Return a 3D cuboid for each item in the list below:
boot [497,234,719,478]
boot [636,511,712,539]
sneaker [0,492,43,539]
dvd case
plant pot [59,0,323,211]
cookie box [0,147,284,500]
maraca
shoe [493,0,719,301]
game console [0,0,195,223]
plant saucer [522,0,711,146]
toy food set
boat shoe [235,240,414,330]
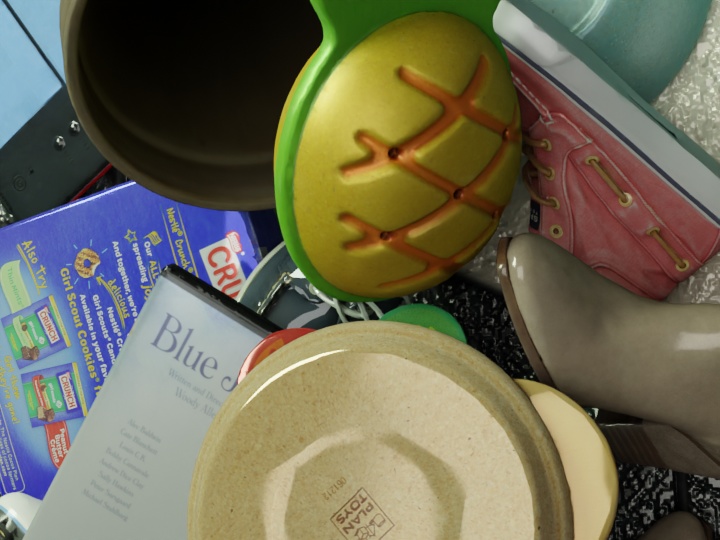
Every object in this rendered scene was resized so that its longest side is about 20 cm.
[{"bbox_3d":[0.171,0.039,0.782,0.145,0.200,0.071,-10,50,29],"label":"boot"},{"bbox_3d":[0.086,0.192,0.816,0.146,0.070,0.201,30,82,-27],"label":"boot"},{"bbox_3d":[-0.121,0.178,0.914,0.199,0.072,0.073,34,71,-13],"label":"sneaker"},{"bbox_3d":[-0.085,0.117,0.828,0.142,0.018,0.201,30,103,6],"label":"dvd case"},{"bbox_3d":[-0.068,-0.163,0.838,0.200,0.200,0.174,-39,41,16],"label":"plant pot"},{"bbox_3d":[-0.127,0.040,0.930,0.199,0.075,0.172,-17,87,18],"label":"cookie box"},{"bbox_3d":[0.020,-0.076,0.756,0.107,0.137,0.201,35,130,44],"label":"maraca"},{"bbox_3d":[0.107,-0.062,0.828,0.200,0.072,0.091,39,108,-11],"label":"shoe"},{"bbox_3d":[-0.199,-0.150,0.972,0.177,0.031,0.200,-39,79,15],"label":"game console"},{"bbox_3d":[0.092,-0.168,0.869,0.200,0.039,0.202,0,91,18],"label":"plant saucer"},{"bbox_3d":[0.008,0.117,0.758,0.197,0.049,0.201,32,96,18],"label":"toy food set"},{"bbox_3d":[0.000,0.000,0.851,0.200,0.062,0.075,-44,101,-16],"label":"boat shoe"}]
